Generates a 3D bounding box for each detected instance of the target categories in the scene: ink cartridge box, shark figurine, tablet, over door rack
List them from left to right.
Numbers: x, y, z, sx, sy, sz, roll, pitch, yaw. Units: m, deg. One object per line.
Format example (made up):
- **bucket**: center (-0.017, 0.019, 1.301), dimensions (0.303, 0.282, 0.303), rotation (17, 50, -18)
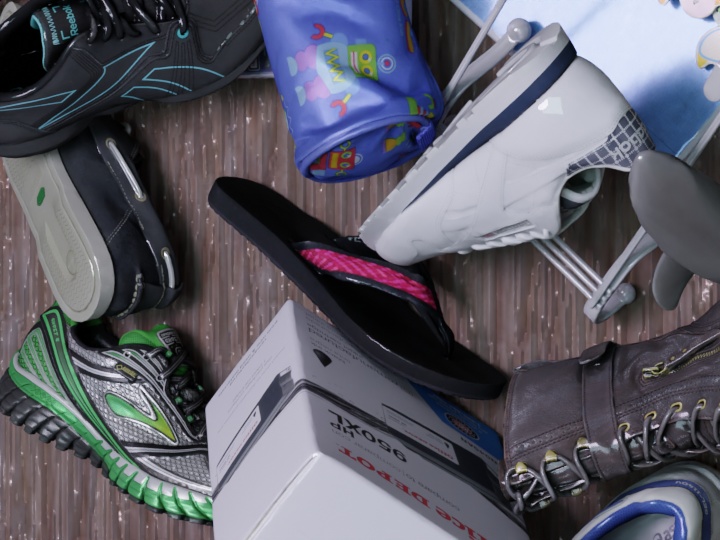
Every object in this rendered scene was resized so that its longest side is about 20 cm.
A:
- **ink cartridge box**: center (0.004, 0.116, 1.396), dimensions (0.144, 0.200, 0.084), rotation (33, 105, -16)
- **over door rack**: center (0.120, -0.088, 1.413), dimensions (0.148, 0.066, 0.200), rotation (44, 140, 17)
- **tablet**: center (0.127, -0.157, 1.468), dimensions (0.200, 0.014, 0.130), rotation (43, 106, 17)
- **shark figurine**: center (0.227, -0.014, 1.352), dimensions (0.129, 0.213, 0.090), rotation (98, 153, -42)

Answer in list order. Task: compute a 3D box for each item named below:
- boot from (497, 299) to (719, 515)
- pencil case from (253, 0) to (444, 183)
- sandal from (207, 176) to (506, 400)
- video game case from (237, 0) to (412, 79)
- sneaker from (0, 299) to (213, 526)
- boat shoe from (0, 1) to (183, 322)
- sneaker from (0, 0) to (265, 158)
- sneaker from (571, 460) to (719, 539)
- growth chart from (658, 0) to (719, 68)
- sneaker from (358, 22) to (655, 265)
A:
- **boot**: center (0.152, 0.083, 1.374), dimensions (0.173, 0.200, 0.069), rotation (-22, 116, 11)
- **pencil case**: center (-0.013, -0.148, 1.451), dimensions (0.086, 0.078, 0.201), rotation (-15, 77, 5)
- **sandal**: center (0.000, 0.000, 1.490), dimensions (0.200, 0.075, 0.045), rotation (40, 108, 21)
- **video game case**: center (-0.054, -0.207, 1.536), dimensions (0.181, 0.023, 0.201), rotation (1, 89, 28)
- **sneaker**: center (-0.111, 0.080, 1.536), dimensions (0.199, 0.078, 0.086), rotation (29, 100, 21)
- **boat shoe**: center (-0.159, -0.063, 1.571), dimensions (0.072, 0.067, 0.201), rotation (-52, 54, 50)
- **sneaker**: center (-0.129, -0.123, 1.494), dimensions (0.199, 0.079, 0.076), rotation (-28, 67, 3)
- **sneaker**: center (0.108, 0.174, 1.435), dimensions (0.075, 0.088, 0.200), rotation (44, 107, 16)
- **growth chart**: center (0.239, -0.129, 1.407), dimensions (0.144, 0.018, 0.201), rotation (-35, 83, 17)
- **sneaker**: center (0.068, -0.042, 1.394), dimensions (0.080, 0.077, 0.200), rotation (41, 146, -5)
